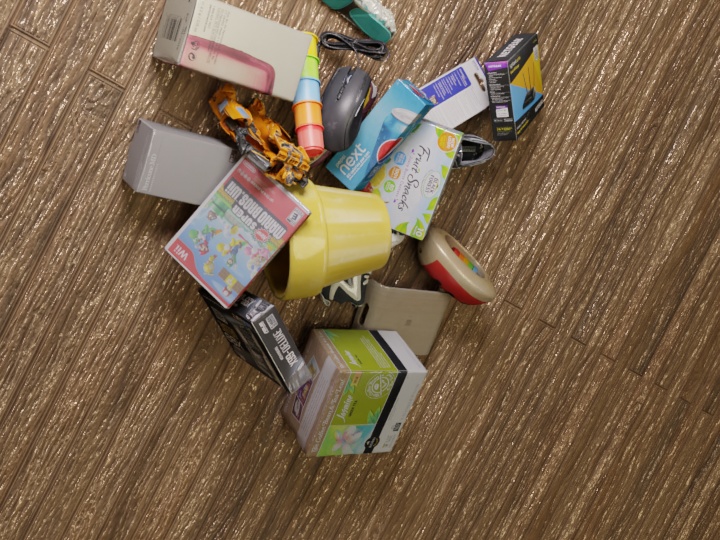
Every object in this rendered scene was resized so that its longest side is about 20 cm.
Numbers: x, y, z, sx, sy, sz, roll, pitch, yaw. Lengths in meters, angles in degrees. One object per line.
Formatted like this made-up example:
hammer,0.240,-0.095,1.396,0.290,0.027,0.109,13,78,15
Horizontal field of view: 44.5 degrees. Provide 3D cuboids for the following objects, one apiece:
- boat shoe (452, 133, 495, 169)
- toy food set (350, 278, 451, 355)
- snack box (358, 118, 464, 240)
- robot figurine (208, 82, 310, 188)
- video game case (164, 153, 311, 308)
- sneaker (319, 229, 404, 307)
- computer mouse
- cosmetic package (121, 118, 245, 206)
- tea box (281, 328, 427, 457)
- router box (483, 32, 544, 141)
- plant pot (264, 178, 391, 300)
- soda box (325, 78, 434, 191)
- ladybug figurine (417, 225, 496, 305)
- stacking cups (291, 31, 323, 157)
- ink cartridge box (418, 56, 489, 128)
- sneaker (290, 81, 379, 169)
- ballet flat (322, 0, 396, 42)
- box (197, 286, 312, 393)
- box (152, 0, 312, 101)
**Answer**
boat shoe,0.166,-0.223,1.665,0.199,0.068,0.072,-5,109,-30
toy food set,0.080,0.089,1.734,0.199,0.060,0.144,6,115,-33
snack box,0.085,-0.174,1.577,0.142,0.053,0.201,21,107,6
robot figurine,-0.153,-0.207,1.373,0.058,0.200,0.145,-51,146,16
video game case,-0.191,-0.062,1.366,0.200,0.143,0.017,-49,169,5
sneaker,0.000,0.000,1.631,0.199,0.079,0.130,-26,120,-23
computer mouse,-0.049,-0.306,1.457,0.201,0.140,0.046,-68,161,0
cosmetic package,-0.264,-0.163,1.400,0.199,0.090,0.107,7,106,-37
tea box,-0.015,0.227,1.641,0.196,0.134,0.201,4,120,-32
router box,0.292,-0.347,1.654,0.200,0.051,0.150,-49,134,-51
plant pot,-0.057,-0.060,1.482,0.188,0.201,0.202,-6,110,-21
soda box,0.033,-0.232,1.516,0.200,0.068,0.064,-48,173,21
ladybug figurine,0.184,-0.001,1.717,0.200,0.136,0.072,44,109,-10
stacking cups,-0.091,-0.283,1.432,0.060,0.060,0.201,3,77,-33
ink cartridge box,0.155,-0.309,1.629,0.200,0.037,0.095,-33,97,-17
sneaker,-0.041,-0.245,1.522,0.200,0.075,0.090,-48,155,10
ballet flat,-0.014,-0.460,1.479,0.200,0.072,0.072,34,87,-38
box,-0.178,0.104,1.478,0.050,0.200,0.158,-37,123,-21
box,-0.198,-0.345,1.353,0.199,0.128,0.109,12,101,-35
